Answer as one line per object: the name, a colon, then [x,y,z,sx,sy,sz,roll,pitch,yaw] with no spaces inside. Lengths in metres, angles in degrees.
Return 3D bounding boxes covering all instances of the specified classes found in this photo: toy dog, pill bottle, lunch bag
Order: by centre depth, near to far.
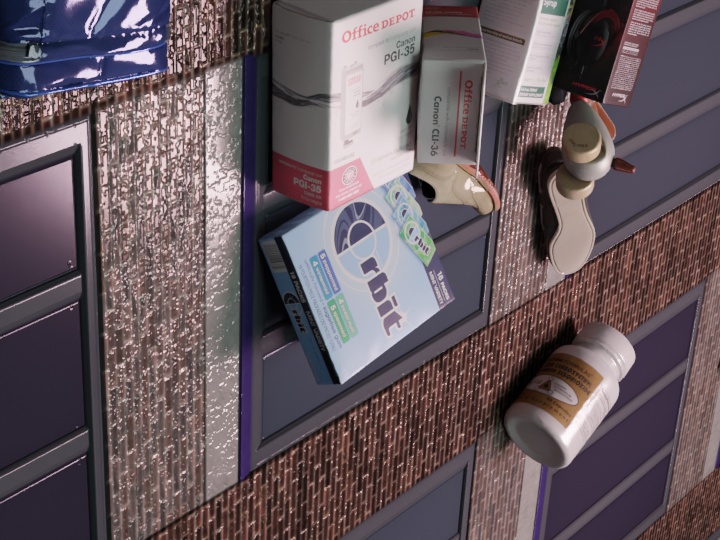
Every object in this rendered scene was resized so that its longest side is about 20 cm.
lunch bag: [-0.238,-0.200,1.131,0.199,0.135,0.134,-20,125,-47]
toy dog: [0.302,-0.185,1.866,0.132,0.095,0.203,68,32,-77]
pill bottle: [0.302,0.172,2.124,0.200,0.114,0.115,-48,142,-26]

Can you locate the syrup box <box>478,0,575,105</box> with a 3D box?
syrup box: [0.190,-0.298,1.718,0.078,0.081,0.202,-6,116,-53]

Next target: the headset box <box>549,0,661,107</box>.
headset box: [0.268,-0.311,1.759,0.075,0.148,0.202,-2,112,-54]

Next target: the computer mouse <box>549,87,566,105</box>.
computer mouse: [0.252,-0.306,1.848,0.059,0.034,0.203,-19,119,-74]

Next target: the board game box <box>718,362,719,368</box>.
board game box: [0.748,0.124,2.768,0.199,0.056,0.167,15,95,-56]

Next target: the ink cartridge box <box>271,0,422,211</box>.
ink cartridge box: [-0.015,-0.182,1.500,0.146,0.082,0.202,-28,131,-43]

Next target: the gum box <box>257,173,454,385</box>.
gum box: [0.000,0.000,1.605,0.199,0.044,0.172,-34,108,-39]

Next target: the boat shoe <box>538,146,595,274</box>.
boat shoe: [0.271,-0.080,1.981,0.066,0.057,0.201,-14,137,-1]

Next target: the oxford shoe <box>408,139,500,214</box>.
oxford shoe: [0.104,-0.108,1.743,0.074,0.071,0.200,-40,146,6]

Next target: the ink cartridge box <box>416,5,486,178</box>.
ink cartridge box: [0.092,-0.188,1.564,0.201,0.066,0.118,-89,180,-61]
